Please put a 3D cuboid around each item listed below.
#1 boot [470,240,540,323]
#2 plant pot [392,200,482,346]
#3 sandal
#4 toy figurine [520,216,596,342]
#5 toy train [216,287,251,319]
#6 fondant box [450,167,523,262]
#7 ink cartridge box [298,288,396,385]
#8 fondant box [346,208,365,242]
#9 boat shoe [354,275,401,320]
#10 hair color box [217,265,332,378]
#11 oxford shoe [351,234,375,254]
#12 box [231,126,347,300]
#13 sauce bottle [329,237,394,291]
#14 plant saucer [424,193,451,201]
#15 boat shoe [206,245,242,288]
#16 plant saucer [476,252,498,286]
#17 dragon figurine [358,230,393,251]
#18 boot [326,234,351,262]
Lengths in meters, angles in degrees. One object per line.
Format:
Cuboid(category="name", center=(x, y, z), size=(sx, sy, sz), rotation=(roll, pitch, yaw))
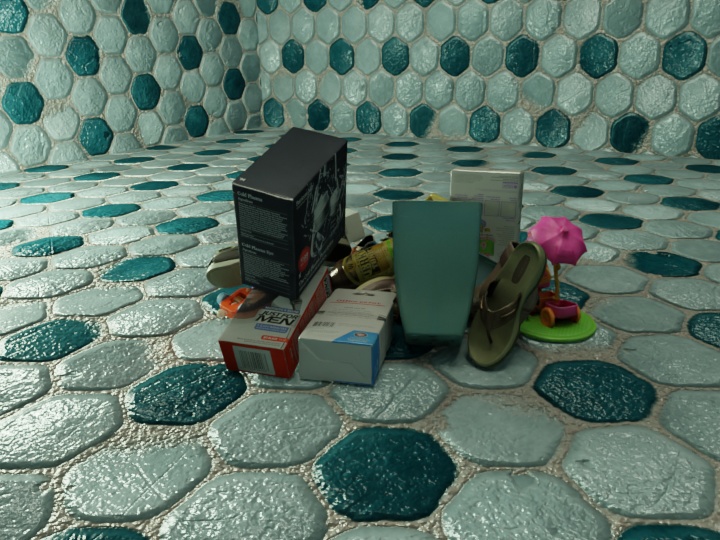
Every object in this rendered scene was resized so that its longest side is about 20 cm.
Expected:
Cuboid(category="boot", center=(0.233, 0.021, 1.055), size=(0.069, 0.149, 0.200), rotation=(10, 20, -23))
Cuboid(category="plant pot", center=(0.117, 0.011, 1.003), size=(0.138, 0.204, 0.142), rotation=(2, -17, 7))
Cuboid(category="sandal", center=(0.209, 0.046, 0.947), size=(0.079, 0.204, 0.057), rotation=(25, 3, 44))
Cuboid(category="toy figurine", center=(0.318, -0.004, 1.079), size=(0.147, 0.188, 0.200), rotation=(-7, 20, -18))
Cuboid(category="toy train", center=(-0.146, 0.071, 1.100), size=(0.197, 0.056, 0.150), rotation=(19, 44, 31))
Cuboid(category="fondant box", center=(0.261, -0.109, 1.323), size=(0.141, 0.204, 0.058), rotation=(6, 16, 20))
Cuboid(category="ink cartridge box", center=(-0.013, 0.097, 0.987), size=(0.114, 0.069, 0.200), rotation=(4, 21, 13))
Cuboid(category="fondant box", center=(-0.088, -0.086, 1.383), size=(0.142, 0.059, 0.200), rotation=(-23, 14, -14))
Cuboid(category="boat shoe", center=(0.075, 0.054, 1.106), size=(0.196, 0.074, 0.072), rotation=(-4, 20, -26))
Cuboid(category="hair color box", center=(-0.128, 0.071, 0.995), size=(0.109, 0.065, 0.201), rotation=(5, 36, 16))
Cuboid(category="oxford shoe", center=(-0.019, -0.008, 1.255), size=(0.069, 0.076, 0.200), rotation=(4, 27, 21))
Cuboid(category="box", center=(-0.104, -0.094, 0.998), size=(0.102, 0.185, 0.201), rotation=(15, 41, 16))
Cuboid(category="sauce bottle", center=(0.000, 0.000, 1.139), size=(0.197, 0.066, 0.065), rotation=(-24, 18, 7))
Cuboid(category="plant saucer", center=(0.142, -0.043, 1.266), size=(0.048, 0.201, 0.200), rotation=(36, 2, -29))
Cuboid(category="boat shoe", center=(-0.172, -0.018, 1.111), size=(0.197, 0.073, 0.061), rotation=(-6, 45, 7))
Cuboid(category="plant saucer", center=(0.179, -0.014, 1.159), size=(0.198, 0.071, 0.019), rotation=(26, -13, -28))
Cuboid(category="dragon figurine", center=(0.062, -0.019, 1.228), size=(0.198, 0.101, 0.059), rotation=(-27, -3, -31))
Cuboid(category="boot", center=(-0.114, -0.108, 1.219), size=(0.201, 0.074, 0.156), rotation=(16, 47, -28))
